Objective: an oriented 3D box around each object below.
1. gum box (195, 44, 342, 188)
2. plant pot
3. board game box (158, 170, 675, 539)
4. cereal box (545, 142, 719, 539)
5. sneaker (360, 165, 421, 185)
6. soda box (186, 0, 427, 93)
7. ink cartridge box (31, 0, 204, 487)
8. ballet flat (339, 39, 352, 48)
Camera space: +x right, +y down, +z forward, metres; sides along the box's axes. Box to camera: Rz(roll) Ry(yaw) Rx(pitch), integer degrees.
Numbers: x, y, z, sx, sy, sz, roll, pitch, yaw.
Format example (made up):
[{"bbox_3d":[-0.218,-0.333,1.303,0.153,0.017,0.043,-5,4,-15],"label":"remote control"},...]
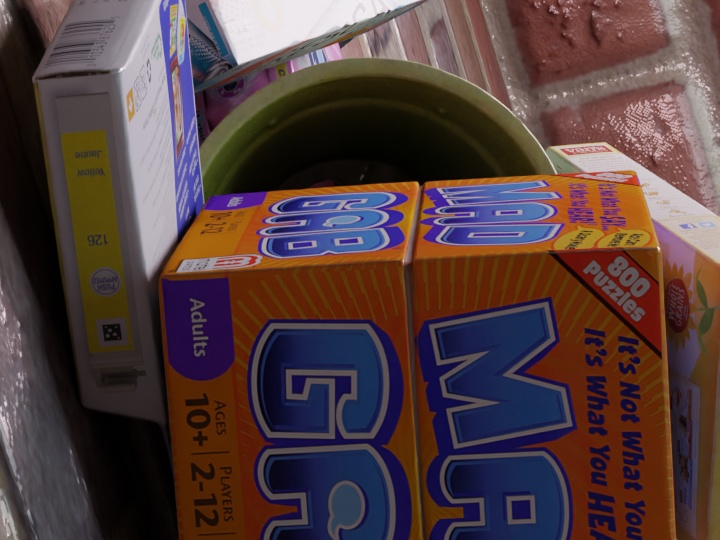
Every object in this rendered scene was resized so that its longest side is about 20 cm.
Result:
[{"bbox_3d":[-0.051,-0.100,1.648,0.200,0.066,0.114,48,27,-72],"label":"gum box"},{"bbox_3d":[0.000,0.000,1.502,0.190,0.200,0.201,161,-87,-86],"label":"plant pot"},{"bbox_3d":[0.029,0.075,1.267,0.200,0.199,0.201,-77,163,-79],"label":"board game box"},{"bbox_3d":[0.139,0.034,1.396,0.200,0.039,0.144,-135,-137,-62],"label":"cereal box"},{"bbox_3d":[0.041,-0.018,1.698,0.071,0.099,0.200,41,-33,24],"label":"sneaker"},{"bbox_3d":[-0.042,-0.143,1.511,0.200,0.064,0.069,-26,92,-53],"label":"soda box"},{"bbox_3d":[-0.097,-0.023,1.278,0.198,0.047,0.200,-84,172,-68],"label":"ink cartridge box"},{"bbox_3d":[-0.044,-0.222,1.905,0.073,0.073,0.200,-94,165,-53],"label":"ballet flat"}]
